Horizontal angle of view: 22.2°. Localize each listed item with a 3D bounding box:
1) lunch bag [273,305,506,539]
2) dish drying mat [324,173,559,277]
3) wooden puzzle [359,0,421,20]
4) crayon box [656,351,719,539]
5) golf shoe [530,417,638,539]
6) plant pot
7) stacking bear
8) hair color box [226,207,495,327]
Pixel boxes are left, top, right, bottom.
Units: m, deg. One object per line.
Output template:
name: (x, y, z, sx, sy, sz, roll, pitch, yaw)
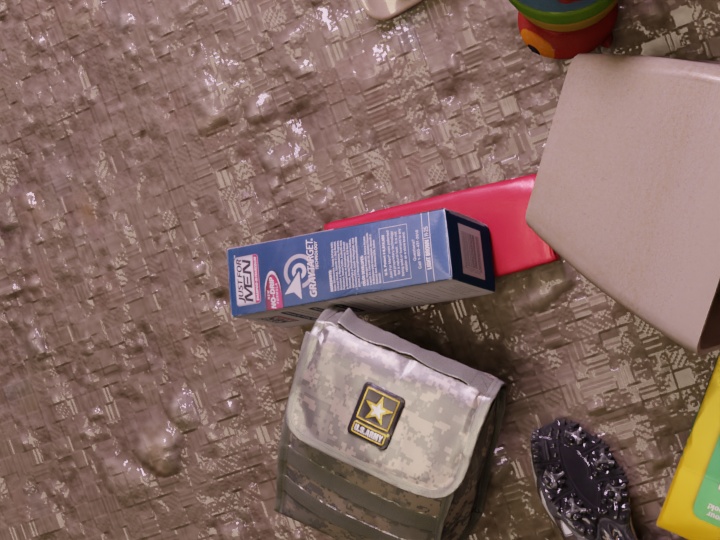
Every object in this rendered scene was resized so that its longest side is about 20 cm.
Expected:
lunch bag: (0.024, 0.136, 1.494, 0.163, 0.118, 0.201, 23, 134, 17)
dish drying mat: (0.067, -0.023, 1.542, 0.198, 0.018, 0.078, -13, 91, 24)
wooden puzzle: (0.050, -0.328, 1.488, 0.199, 0.046, 0.186, -26, 87, 23)
crayon box: (0.355, 0.156, 1.430, 0.199, 0.058, 0.174, 22, 107, 17)
golf shoe: (0.190, 0.219, 1.494, 0.201, 0.077, 0.095, 62, 156, 28)
plant pot: (0.241, -0.071, 1.378, 0.176, 0.199, 0.201, 23, 106, 29)
stacking bear: (0.152, -0.225, 1.384, 0.121, 0.200, 0.114, 32, 80, 19)
hair color box: (0.000, 0.000, 1.504, 0.198, 0.100, 0.061, -10, 78, 24)
